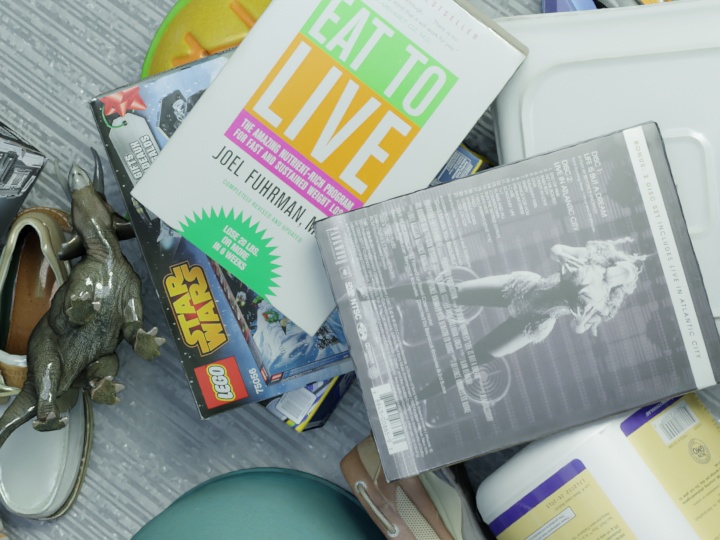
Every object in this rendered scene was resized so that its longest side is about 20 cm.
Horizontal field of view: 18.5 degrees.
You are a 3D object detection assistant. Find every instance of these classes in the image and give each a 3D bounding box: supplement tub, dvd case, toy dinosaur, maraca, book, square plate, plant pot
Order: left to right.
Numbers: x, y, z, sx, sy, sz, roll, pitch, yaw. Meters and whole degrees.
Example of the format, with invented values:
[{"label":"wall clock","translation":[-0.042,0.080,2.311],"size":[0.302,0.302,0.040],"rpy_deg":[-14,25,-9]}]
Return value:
[{"label":"toy dinosaur","translation":[-0.167,0.039,1.324],"size":[0.076,0.102,0.201],"rpy_deg":[14,111,-17]},{"label":"plant pot","translation":[-0.077,0.225,1.306],"size":[0.198,0.188,0.202],"rpy_deg":[0,89,12]},{"label":"maraca","translation":[-0.073,-0.086,1.354],"size":[0.136,0.107,0.201],"rpy_deg":[14,101,-2]},{"label":"book","translation":[-0.018,-0.083,1.236],"size":[0.133,0.048,0.200],"rpy_deg":[37,104,-2]},{"label":"dvd case","translation":[0.088,0.017,1.210],"size":[0.199,0.016,0.150],"rpy_deg":[-17,89,-2]},{"label":"square plate","translation":[0.170,-0.050,1.239],"size":[0.197,0.028,0.202],"rpy_deg":[-4,99,19]},{"label":"supplement tub","translation":[0.176,0.169,1.273],"size":[0.145,0.145,0.201],"rpy_deg":[-37,82,9]}]

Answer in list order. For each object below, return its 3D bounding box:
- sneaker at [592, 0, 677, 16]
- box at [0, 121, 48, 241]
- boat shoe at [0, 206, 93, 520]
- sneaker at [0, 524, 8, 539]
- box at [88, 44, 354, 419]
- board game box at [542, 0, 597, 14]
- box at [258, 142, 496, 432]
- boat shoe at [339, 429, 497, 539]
[{"label":"sneaker","translation":[0.188,-0.093,1.277],"size":[0.077,0.078,0.201],"rpy_deg":[-39,77,21]},{"label":"box","translation":[-0.307,-0.026,1.404],"size":[0.157,0.050,0.201],"rpy_deg":[33,96,35]},{"label":"boat shoe","translation":[-0.211,0.060,1.398],"size":[0.074,0.068,0.202],"rpy_deg":[0,90,8]},{"label":"sneaker","translation":[-0.241,0.234,1.398],"size":[0.077,0.078,0.201],"rpy_deg":[-32,78,21]},{"label":"box","translation":[-0.061,-0.028,1.289],"size":[0.136,0.040,0.201],"rpy_deg":[-17,99,7]},{"label":"board game box","translation":[0.177,-0.125,1.334],"size":[0.134,0.034,0.202],"rpy_deg":[0,88,12]},{"label":"box","translation":[0.000,0.000,1.353],"size":[0.064,0.070,0.201],"rpy_deg":[36,96,10]},{"label":"boat shoe","translation":[0.053,0.180,1.327],"size":[0.071,0.076,0.201],"rpy_deg":[-27,93,8]}]
